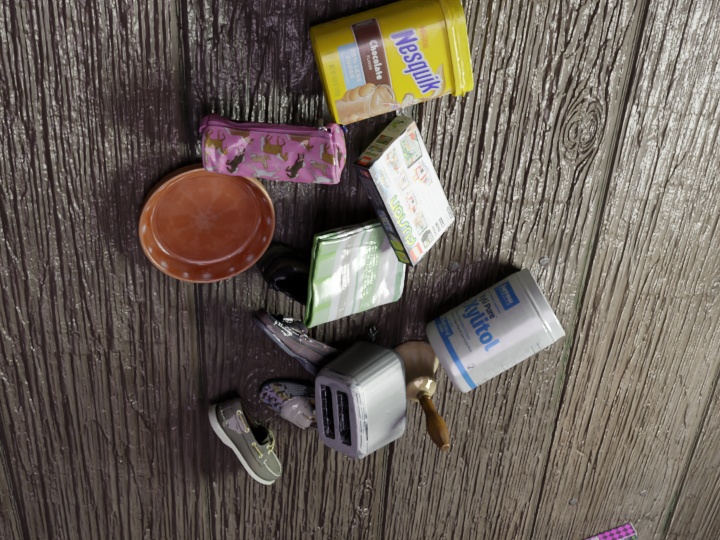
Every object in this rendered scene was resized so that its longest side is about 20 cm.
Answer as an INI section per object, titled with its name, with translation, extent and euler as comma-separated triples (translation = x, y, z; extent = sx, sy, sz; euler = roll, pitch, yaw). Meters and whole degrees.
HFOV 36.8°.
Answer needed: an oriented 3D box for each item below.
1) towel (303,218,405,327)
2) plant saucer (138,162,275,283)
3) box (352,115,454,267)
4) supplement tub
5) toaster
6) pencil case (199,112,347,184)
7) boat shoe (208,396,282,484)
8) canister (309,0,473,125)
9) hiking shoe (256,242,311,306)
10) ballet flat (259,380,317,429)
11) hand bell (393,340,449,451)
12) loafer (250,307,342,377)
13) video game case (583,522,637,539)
[towel]
translation = 0.000, 0.000, 1.618
extent = 0.199, 0.030, 0.151
euler = -17, 122, -44
[plant saucer]
translation = -0.223, -0.071, 1.571
extent = 0.197, 0.032, 0.202
euler = -9, 128, -11
[box]
translation = 0.067, -0.115, 1.591
extent = 0.110, 0.034, 0.201
euler = -47, 134, -23
[supplement tub]
translation = 0.219, 0.099, 1.777
extent = 0.199, 0.133, 0.132
euler = -31, 130, 7
[toaster]
translation = 0.000, 0.207, 1.764
extent = 0.129, 0.113, 0.203
euler = -29, 125, -45
[pencil case]
translation = -0.118, -0.165, 1.458
extent = 0.197, 0.083, 0.088
euler = 4, 100, 9
[boat shoe]
translation = -0.182, 0.290, 1.837
extent = 0.060, 0.072, 0.203
euler = -26, 126, 10
[canister]
translation = 0.042, -0.285, 1.453
extent = 0.197, 0.087, 0.150
euler = -17, 131, -2
[hiking shoe]
translation = -0.061, 0.025, 1.650
extent = 0.197, 0.101, 0.076
euler = 10, 125, -23
[ballet flat]
translation = -0.078, 0.241, 1.834
extent = 0.199, 0.072, 0.072
euler = 22, 118, -30
[hand bell]
translation = 0.109, 0.222, 1.792
extent = 0.103, 0.201, 0.105
euler = -8, 130, -10
[loafer]
translation = -0.100, 0.106, 1.733
extent = 0.063, 0.072, 0.200
euler = -48, 134, -3
[video game case]
translation = 0.509, 0.646, 2.354
extent = 0.197, 0.036, 0.183
euler = -19, 130, -3
